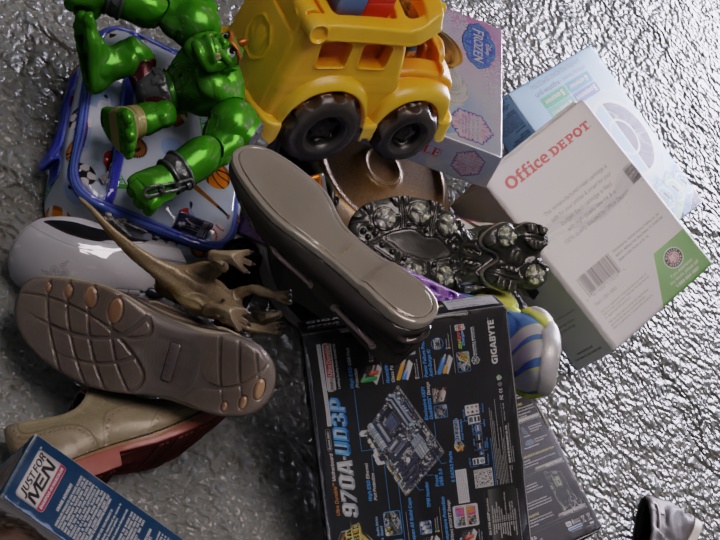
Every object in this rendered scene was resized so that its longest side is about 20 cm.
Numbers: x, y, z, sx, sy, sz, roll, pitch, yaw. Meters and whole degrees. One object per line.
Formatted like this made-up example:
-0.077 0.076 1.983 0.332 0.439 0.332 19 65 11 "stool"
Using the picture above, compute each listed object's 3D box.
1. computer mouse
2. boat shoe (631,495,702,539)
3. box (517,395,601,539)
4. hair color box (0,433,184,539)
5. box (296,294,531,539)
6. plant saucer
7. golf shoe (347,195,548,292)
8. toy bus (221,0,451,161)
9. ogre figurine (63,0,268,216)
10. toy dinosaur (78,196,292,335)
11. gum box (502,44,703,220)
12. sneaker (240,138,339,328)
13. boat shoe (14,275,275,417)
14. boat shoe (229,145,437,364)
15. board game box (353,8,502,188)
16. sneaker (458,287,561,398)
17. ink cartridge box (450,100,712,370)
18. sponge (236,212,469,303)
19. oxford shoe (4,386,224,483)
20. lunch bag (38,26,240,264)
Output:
-0.170 0.013 1.478 0.199 0.110 0.044 12 23 -27 "computer mouse"
0.242 0.270 1.679 0.057 0.067 0.200 32 39 2 "boat shoe"
0.094 0.178 1.623 0.200 0.044 0.161 -15 73 -45 "box"
-0.176 0.207 1.329 0.200 0.100 0.061 38 45 -14 "hair color box"
0.042 0.129 1.486 0.158 0.046 0.201 -8 100 -6 "box"
0.010 -0.085 1.735 0.200 0.035 0.201 22 50 -29 "plant saucer"
0.066 -0.016 1.672 0.199 0.088 0.077 11 85 -31 "golf shoe"
0.001 -0.200 1.580 0.199 0.192 0.136 -1 46 -34 "toy bus"
-0.149 -0.148 1.502 0.120 0.098 0.200 -13 51 -23 "ogre figurine"
-0.119 0.014 1.426 0.200 0.101 0.058 34 66 -40 "toy dinosaur"
0.235 -0.112 1.940 0.170 0.045 0.200 -32 87 -48 "gum box"
-0.047 -0.031 1.617 0.074 0.079 0.201 -15 77 -45 "sneaker"
-0.157 0.058 1.424 0.199 0.075 0.073 22 1 3 "boat shoe"
-0.031 -0.009 1.426 0.200 0.057 0.067 43 39 17 "boat shoe"
0.033 -0.183 1.762 0.199 0.041 0.200 19 41 -13 "board game box"
0.097 0.060 1.636 0.105 0.200 0.076 4 98 -14 "sneaker"
0.204 -0.034 1.802 0.146 0.084 0.200 -37 89 -27 "ink cartridge box"
0.000 0.000 1.540 0.200 0.112 0.030 25 87 -12 "sponge"
-0.171 0.109 1.425 0.200 0.070 0.075 -20 71 -47 "oxford shoe"
-0.173 -0.093 1.557 0.160 0.076 0.200 24 48 -24 "lunch bag"
